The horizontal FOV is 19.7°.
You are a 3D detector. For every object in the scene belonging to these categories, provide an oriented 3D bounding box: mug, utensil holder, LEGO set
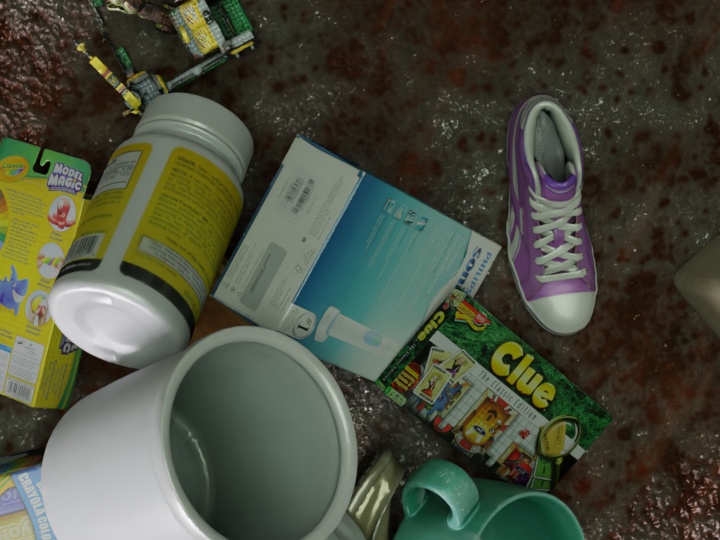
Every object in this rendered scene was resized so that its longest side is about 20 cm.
[{"bbox_3d":[0.094,0.231,1.681,0.151,0.114,0.187,-10,101,-40],"label":"mug"},{"bbox_3d":[-0.127,0.146,1.544,0.169,0.199,0.171,12,69,-34],"label":"utensil holder"},{"bbox_3d":[-0.168,-0.222,1.667,0.153,0.116,0.201,-20,93,1],"label":"LEGO set"}]

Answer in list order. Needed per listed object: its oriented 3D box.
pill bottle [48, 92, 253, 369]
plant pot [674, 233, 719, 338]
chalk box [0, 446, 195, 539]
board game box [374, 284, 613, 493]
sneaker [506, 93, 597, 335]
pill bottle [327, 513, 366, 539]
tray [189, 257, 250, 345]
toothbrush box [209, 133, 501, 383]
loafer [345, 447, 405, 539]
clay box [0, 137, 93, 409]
[{"bbox_3d":[-0.158,-0.034,1.620,0.113,0.115,0.201,21,58,-1],"label":"pill bottle"},{"bbox_3d":[0.398,0.022,1.655,0.199,0.177,0.200,-41,92,2],"label":"plant pot"},{"bbox_3d":[-0.225,0.204,1.692,0.198,0.125,0.125,-13,93,2],"label":"chalk box"},{"bbox_3d":[0.112,0.106,1.690,0.200,0.023,0.105,38,91,-33],"label":"board game box"},{"bbox_3d":[0.154,-0.042,1.683,0.072,0.114,0.202,-11,95,-1],"label":"sneaker"},{"bbox_3d":[-0.090,0.271,1.658,0.111,0.111,0.200,41,110,-2],"label":"pill bottle"},{"bbox_3d":[-0.143,0.030,1.721,0.200,0.037,0.099,40,100,-2],"label":"tray"},{"bbox_3d":[0.000,0.000,1.642,0.085,0.199,0.147,32,95,41],"label":"toothbrush box"},{"bbox_3d":[0.000,0.244,1.723,0.068,0.076,0.201,21,101,-3],"label":"loafer"},{"bbox_3d":[-0.267,0.001,1.690,0.114,0.047,0.202,18,94,36],"label":"clay box"}]
